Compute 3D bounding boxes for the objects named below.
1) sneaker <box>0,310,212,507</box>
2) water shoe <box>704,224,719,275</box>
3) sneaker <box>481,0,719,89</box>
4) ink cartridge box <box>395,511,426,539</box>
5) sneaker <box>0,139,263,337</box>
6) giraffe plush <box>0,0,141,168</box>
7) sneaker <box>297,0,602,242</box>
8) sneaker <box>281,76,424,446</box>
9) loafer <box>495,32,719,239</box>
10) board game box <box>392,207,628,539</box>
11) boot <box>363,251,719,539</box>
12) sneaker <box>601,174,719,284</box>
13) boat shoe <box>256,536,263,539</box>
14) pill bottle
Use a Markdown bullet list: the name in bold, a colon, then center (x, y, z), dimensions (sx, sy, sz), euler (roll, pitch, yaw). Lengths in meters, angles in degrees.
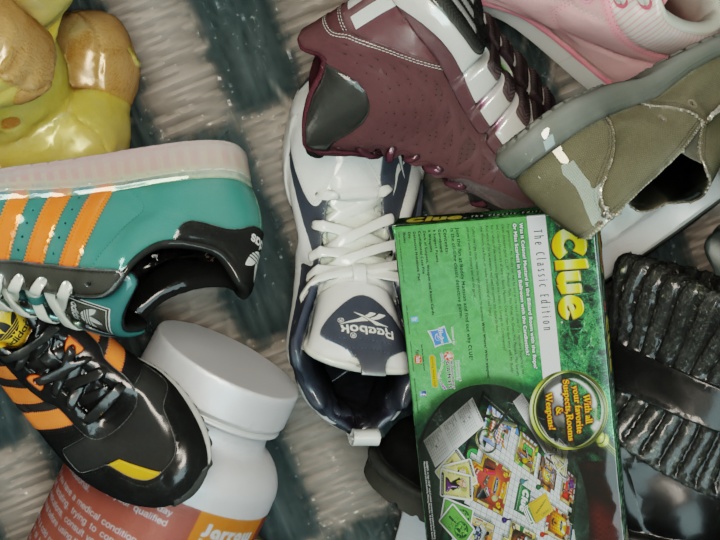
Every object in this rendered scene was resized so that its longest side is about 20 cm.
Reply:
- **sneaker**: center (-0.161, 0.045, 1.395), dimensions (0.070, 0.090, 0.200), euler (-46, 69, 6)
- **water shoe**: center (0.179, 0.062, 1.533), dimensions (0.079, 0.071, 0.201), euler (34, 107, 9)
- **sneaker**: center (0.101, -0.163, 1.389), dimensions (0.200, 0.104, 0.076), euler (31, 60, -24)
- **ink cartridge box**: center (0.086, 0.185, 1.527), dimensions (0.160, 0.050, 0.201), euler (30, 106, 15)
- **sneaker**: center (-0.145, -0.004, 1.330), dimensions (0.199, 0.080, 0.071), euler (-12, 157, 0)
- **giraffe plush**: center (-0.170, -0.094, 1.369), dimensions (0.162, 0.172, 0.200), euler (34, 93, -41)
- **sneaker**: center (0.036, -0.067, 1.398), dimensions (0.115, 0.076, 0.200), euler (-24, 121, 19)
- **sneaker**: center (0.000, 0.000, 1.433), dimensions (0.079, 0.130, 0.200), euler (4, 111, -11)
- **loafer**: center (0.147, -0.062, 1.366), dimensions (0.075, 0.199, 0.070), euler (-37, 81, 48)
- **board game box**: center (0.078, 0.069, 1.387), dimensions (0.104, 0.023, 0.201), euler (-3, 102, 12)
- **boot**: center (0.115, 0.064, 1.432), dimensions (0.210, 0.079, 0.159), euler (12, 104, 8)
- **sneaker**: center (0.096, -0.017, 1.486), dimensions (0.200, 0.073, 0.085), euler (-36, 87, 10)
- **boat shoe**: center (-0.043, 0.243, 1.561), dimensions (0.073, 0.065, 0.201), euler (-27, 114, 1)
- **pill bottle**: center (-0.113, 0.134, 1.477), dimensions (0.112, 0.112, 0.201), euler (23, 103, -17)
